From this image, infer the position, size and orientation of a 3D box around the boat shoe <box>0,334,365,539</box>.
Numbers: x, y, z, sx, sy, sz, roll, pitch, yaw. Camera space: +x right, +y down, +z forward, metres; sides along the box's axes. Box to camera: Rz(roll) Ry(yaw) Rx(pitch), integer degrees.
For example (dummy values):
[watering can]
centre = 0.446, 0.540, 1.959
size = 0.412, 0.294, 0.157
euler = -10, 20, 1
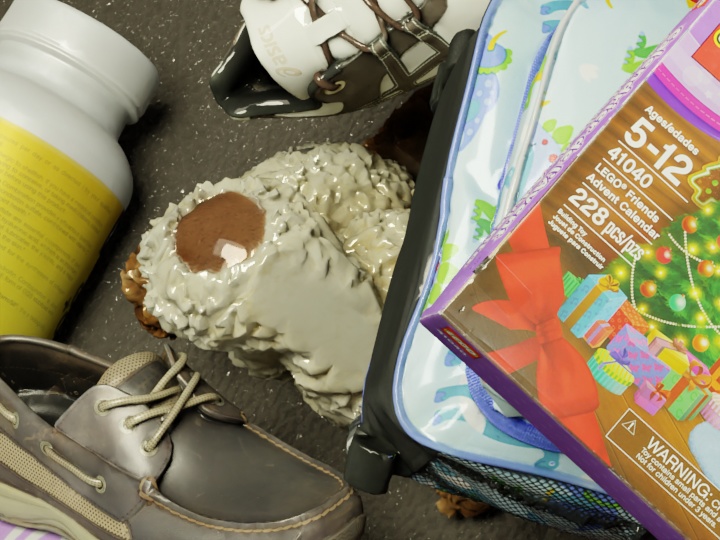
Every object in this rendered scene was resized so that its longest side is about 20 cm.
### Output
[boat shoe]
centre = -0.088, 0.071, 0.857
size = 0.200, 0.073, 0.074
euler = 10, 30, 34

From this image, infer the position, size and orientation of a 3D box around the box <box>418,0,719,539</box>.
[box]
centre = 0.136, 0.029, 0.638
size = 0.137, 0.200, 0.039
euler = -49, 3, -9

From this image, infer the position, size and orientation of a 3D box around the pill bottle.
[pill bottle]
centre = -0.176, -0.025, 1.034
size = 0.112, 0.112, 0.200
euler = 17, 73, 41

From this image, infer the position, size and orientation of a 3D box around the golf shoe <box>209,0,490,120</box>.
[golf shoe]
centre = 0.011, -0.098, 0.823
size = 0.094, 0.078, 0.200
euler = -28, -3, -30

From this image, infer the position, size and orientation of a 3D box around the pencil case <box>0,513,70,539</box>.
[pencil case]
centre = -0.082, 0.150, 0.875
size = 0.200, 0.084, 0.086
euler = 14, 99, 42

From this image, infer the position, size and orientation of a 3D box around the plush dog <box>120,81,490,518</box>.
[plush dog]
centre = 0.000, 0.000, 0.897
size = 0.200, 0.161, 0.172
euler = -24, 28, -16

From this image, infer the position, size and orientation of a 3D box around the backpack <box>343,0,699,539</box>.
[backpack]
centre = 0.117, 0.006, 0.732
size = 0.147, 0.200, 0.183
euler = 135, 151, -76
